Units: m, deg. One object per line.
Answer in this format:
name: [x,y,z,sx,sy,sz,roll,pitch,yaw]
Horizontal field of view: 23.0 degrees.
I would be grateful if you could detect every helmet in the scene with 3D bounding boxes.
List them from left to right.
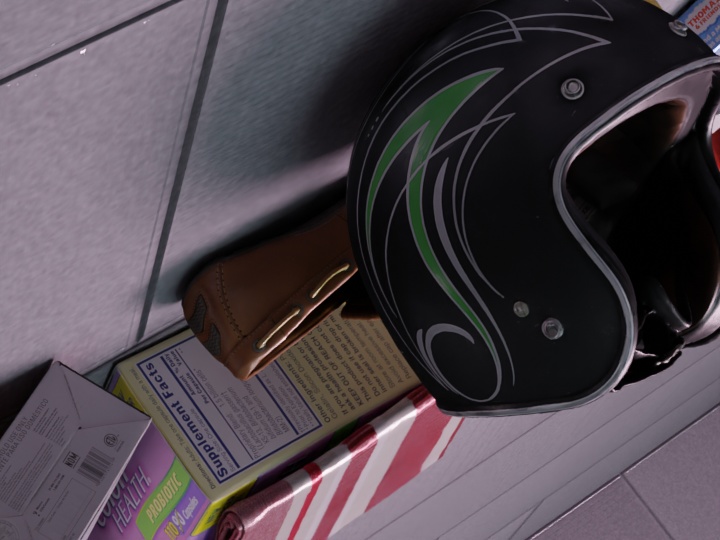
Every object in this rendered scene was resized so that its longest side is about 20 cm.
helmet: [0.089,-0.038,0.857,0.199,0.192,0.200,-13,-177,1]

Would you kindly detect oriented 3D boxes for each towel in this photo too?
towel: [-0.010,0.124,1.052,0.200,0.023,0.144,-31,161,-30]

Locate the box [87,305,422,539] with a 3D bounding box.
box: [-0.064,0.098,1.074,0.199,0.097,0.176,-26,161,-35]

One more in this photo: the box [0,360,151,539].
box: [-0.185,0.151,0.943,0.117,0.060,0.200,-61,-178,-38]

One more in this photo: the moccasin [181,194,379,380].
moccasin: [0.001,-0.001,0.968,0.201,0.078,0.074,-26,161,-37]

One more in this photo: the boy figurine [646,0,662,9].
boy figurine: [0.134,-0.091,1.040,0.124,0.065,0.200,-23,162,-36]

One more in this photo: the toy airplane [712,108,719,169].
toy airplane: [0.259,-0.058,1.257,0.198,0.142,0.200,-14,176,-8]

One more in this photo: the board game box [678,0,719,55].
board game box: [0.294,-0.190,1.159,0.151,0.037,0.200,-45,162,23]
